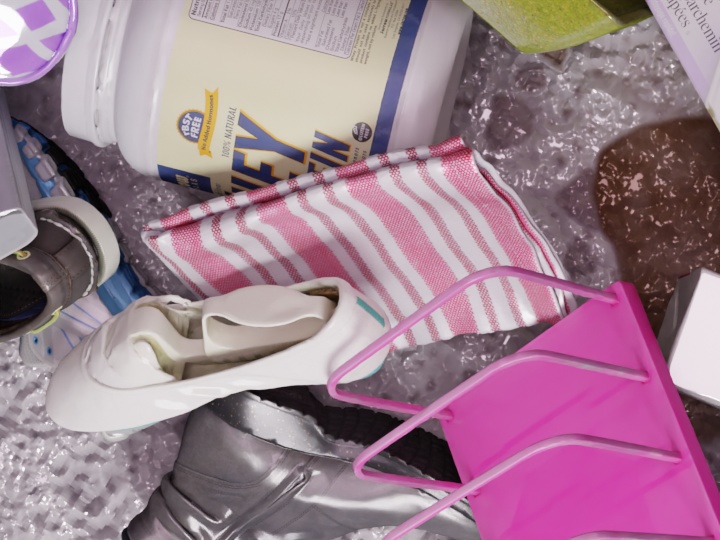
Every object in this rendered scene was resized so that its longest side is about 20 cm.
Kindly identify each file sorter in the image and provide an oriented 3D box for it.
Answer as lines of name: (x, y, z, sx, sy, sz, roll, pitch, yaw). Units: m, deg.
file sorter: (0.084, 0.118, 1.027, 0.139, 0.125, 0.201, -37, 58, 32)

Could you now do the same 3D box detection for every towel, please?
towel: (0.000, 0.000, 1.101, 0.199, 0.146, 0.030, -14, 50, 24)

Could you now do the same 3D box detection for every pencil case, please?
pencil case: (-0.213, -0.164, 1.120, 0.085, 0.200, 0.084, 21, 101, -30)

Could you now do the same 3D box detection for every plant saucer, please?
plant saucer: (0.059, -0.181, 1.105, 0.199, 0.200, 0.048, 41, 105, 4)

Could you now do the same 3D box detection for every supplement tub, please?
supplement tub: (-0.049, -0.108, 1.130, 0.199, 0.145, 0.146, 14, 89, 5)

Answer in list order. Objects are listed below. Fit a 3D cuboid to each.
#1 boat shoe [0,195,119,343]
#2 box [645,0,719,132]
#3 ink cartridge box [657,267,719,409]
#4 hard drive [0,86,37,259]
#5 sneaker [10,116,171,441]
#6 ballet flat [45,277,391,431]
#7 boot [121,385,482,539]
boat shoe: (-0.221, 0.010, 1.134, 0.200, 0.061, 0.072, -16, 110, 37)
box: (0.201, -0.105, 1.126, 0.039, 0.041, 0.201, -32, 64, 14)
ink cartridge box: (0.260, 0.064, 1.116, 0.199, 0.116, 0.068, 21, 89, 3)
hard drive: (-0.250, -0.050, 1.132, 0.131, 0.200, 0.026, -28, 128, 3)
sneaker: (-0.168, 0.008, 1.172, 0.086, 0.075, 0.201, -33, 86, 8)
ballet flat: (-0.083, 0.036, 1.091, 0.199, 0.069, 0.070, -10, 87, 16)
boot: (-0.022, 0.142, 1.165, 0.199, 0.070, 0.132, 25, 105, -4)
